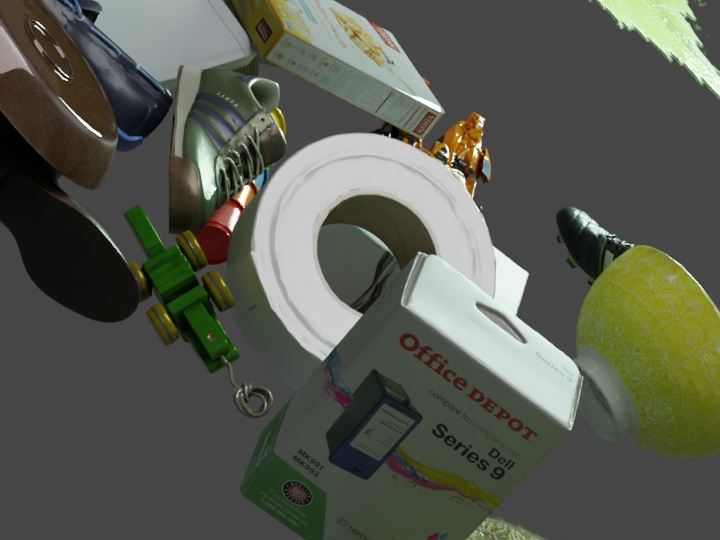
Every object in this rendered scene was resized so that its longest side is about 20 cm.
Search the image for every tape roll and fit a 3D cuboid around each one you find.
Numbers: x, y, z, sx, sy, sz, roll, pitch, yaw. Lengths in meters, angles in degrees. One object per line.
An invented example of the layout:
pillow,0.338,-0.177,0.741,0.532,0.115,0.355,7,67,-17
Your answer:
tape roll,0.000,0.000,1.520,0.201,0.071,0.204,8,69,-20

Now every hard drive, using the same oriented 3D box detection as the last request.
hard drive,-0.187,-0.210,1.672,0.132,0.027,0.200,54,38,8

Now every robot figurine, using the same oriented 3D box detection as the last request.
robot figurine,0.065,-0.104,1.881,0.145,0.058,0.200,31,28,-13

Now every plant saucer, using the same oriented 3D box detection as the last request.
plant saucer,-0.231,-0.149,1.411,0.201,0.034,0.200,53,10,-13

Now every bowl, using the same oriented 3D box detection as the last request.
bowl,0.245,0.091,1.744,0.107,0.200,0.200,-29,65,-16

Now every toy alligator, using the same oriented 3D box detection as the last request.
toy alligator,-0.117,0.038,1.443,0.200,0.059,0.054,55,-10,26

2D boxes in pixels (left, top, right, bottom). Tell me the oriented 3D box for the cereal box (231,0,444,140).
cereal box,-0.026,-0.205,1.811,0.199,0.040,0.144,23,26,-38

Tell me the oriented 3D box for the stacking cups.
stacking cups,-0.102,-0.075,1.617,0.060,0.061,0.200,34,27,-13

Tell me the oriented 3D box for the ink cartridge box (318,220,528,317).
ink cartridge box,0.030,-0.002,1.654,0.200,0.084,0.146,38,26,-7

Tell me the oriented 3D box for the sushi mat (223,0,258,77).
sushi mat,-0.130,-0.231,1.785,0.095,0.012,0.201,28,40,-33

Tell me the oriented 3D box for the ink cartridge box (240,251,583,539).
ink cartridge box,0.034,0.109,1.363,0.145,0.200,0.088,37,27,-8

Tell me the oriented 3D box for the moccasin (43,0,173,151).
moccasin,-0.227,-0.184,1.555,0.200,0.068,0.080,50,-18,-8

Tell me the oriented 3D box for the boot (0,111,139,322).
boot,-0.217,-0.066,1.465,0.186,0.064,0.200,46,17,-12

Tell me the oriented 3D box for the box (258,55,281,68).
box,-0.159,-0.283,1.881,0.155,0.041,0.200,9,39,-46

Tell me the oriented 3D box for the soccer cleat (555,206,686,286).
soccer cleat,0.269,0.002,1.962,0.067,0.081,0.200,-2,49,-53

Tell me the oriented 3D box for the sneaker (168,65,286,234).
sneaker,-0.102,-0.098,1.550,0.089,0.067,0.201,2,36,-3
